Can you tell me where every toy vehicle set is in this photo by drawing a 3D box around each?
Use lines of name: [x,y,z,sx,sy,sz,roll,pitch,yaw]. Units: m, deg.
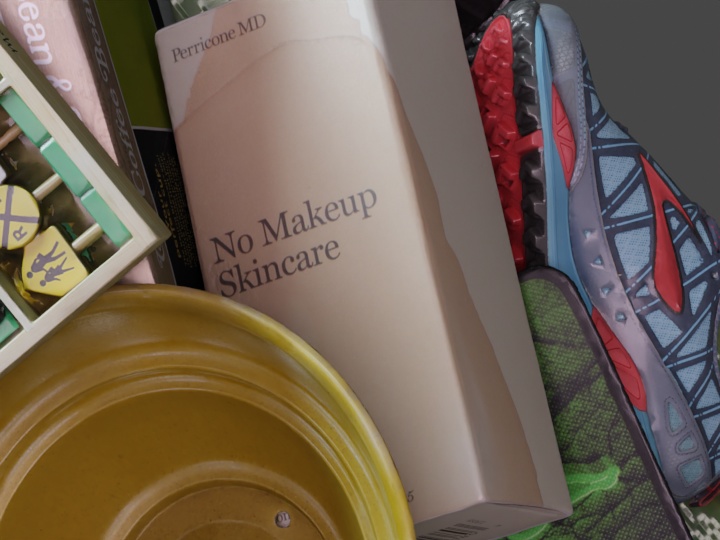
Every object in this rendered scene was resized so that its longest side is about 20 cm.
toy vehicle set: [-0.169,-0.048,0.878,0.124,0.027,0.200,-40,88,8]

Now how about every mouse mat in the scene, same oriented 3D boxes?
mouse mat: [0.022,0.108,1.029,0.199,0.008,0.162,-27,84,23]

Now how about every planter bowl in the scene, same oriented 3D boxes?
planter bowl: [-0.060,0.110,0.908,0.199,0.083,0.202,-4,79,21]

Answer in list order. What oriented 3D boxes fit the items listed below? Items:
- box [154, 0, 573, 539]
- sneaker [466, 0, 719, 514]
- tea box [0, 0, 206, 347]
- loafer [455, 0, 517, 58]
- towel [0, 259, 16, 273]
box: [0.000,0.000,0.989,0.095,0.078,0.201,-21,73,24]
sneaker: [0.094,-0.006,1.057,0.095,0.079,0.201,-13,91,-26]
tea box: [-0.140,-0.067,1.011,0.133,0.197,0.201,-17,89,6]
loafer: [0.043,-0.156,1.063,0.073,0.071,0.200,29,105,-30]
towel: [-0.206,-0.059,0.906,0.149,0.031,0.201,-28,88,11]
